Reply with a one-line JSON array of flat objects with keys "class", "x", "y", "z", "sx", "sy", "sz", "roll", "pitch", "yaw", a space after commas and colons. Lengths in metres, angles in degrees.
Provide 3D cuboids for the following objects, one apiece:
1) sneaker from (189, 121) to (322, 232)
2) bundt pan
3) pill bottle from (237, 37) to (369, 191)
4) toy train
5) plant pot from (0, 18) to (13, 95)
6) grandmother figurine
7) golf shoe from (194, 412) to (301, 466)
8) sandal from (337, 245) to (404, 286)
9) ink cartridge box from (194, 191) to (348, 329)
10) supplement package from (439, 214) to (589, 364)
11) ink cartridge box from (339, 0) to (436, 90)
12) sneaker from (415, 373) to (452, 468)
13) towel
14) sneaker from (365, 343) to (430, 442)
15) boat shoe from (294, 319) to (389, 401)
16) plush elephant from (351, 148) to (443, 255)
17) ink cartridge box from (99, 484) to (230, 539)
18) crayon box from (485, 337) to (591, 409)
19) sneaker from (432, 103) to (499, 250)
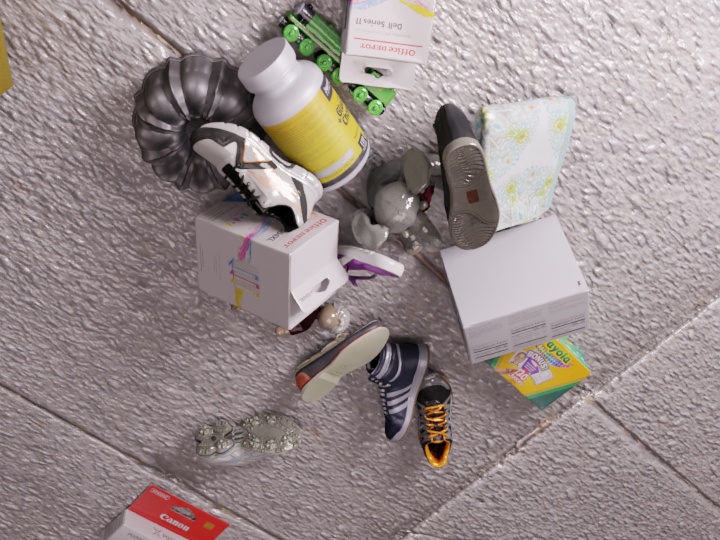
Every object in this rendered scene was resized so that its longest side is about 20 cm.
[{"class": "sneaker", "x": -0.143, "y": -0.126, "z": 1.086, "sx": 0.198, "sy": 0.081, "sz": 0.073, "roll": 29, "pitch": 152, "yaw": -18}, {"class": "bundt pan", "x": -0.227, "y": -0.195, "z": 1.139, "sx": 0.197, "sy": 0.076, "sz": 0.205, "roll": -3, "pitch": 124, "yaw": -5}, {"class": "pill bottle", "x": -0.079, "y": -0.214, "z": 1.112, "sx": 0.111, "sy": 0.113, "sz": 0.201, "roll": -29, "pitch": 128, "yaw": 13}, {"class": "toy train", "x": -0.029, "y": -0.293, "z": 1.121, "sx": 0.199, "sy": 0.042, "sz": 0.057, "roll": 37, "pitch": 102, "yaw": -26}, {"class": "plant pot", "x": -0.546, "y": -0.309, "z": 0.965, "sx": 0.190, "sy": 0.196, "sz": 0.204, "roll": 3, "pitch": 115, "yaw": -8}, {"class": "grandmother figurine", "x": -0.111, "y": 0.062, "z": 1.330, "sx": 0.196, "sy": 0.061, "sz": 0.122, "roll": 15, "pitch": 129, "yaw": -13}, {"class": "golf shoe", "x": -0.202, "y": 0.320, "z": 1.489, "sx": 0.195, "sy": 0.079, "sz": 0.098, "roll": -3, "pitch": 141, "yaw": 2}, {"class": "sandal", "x": -0.006, "y": -0.003, "z": 1.223, "sx": 0.081, "sy": 0.202, "sz": 0.051, "roll": 25, "pitch": 82, "yaw": -22}, {"class": "ink cartridge box", "x": -0.124, "y": -0.019, "z": 1.177, "sx": 0.197, "sy": 0.128, "sz": 0.127, "roll": 20, "pitch": 126, "yaw": 25}, {"class": "supplement package", "x": 0.242, "y": 0.029, "z": 1.278, "sx": 0.196, "sy": 0.158, "sz": 0.112, "roll": -16, "pitch": 142, "yaw": 4}, {"class": "ink cartridge box", "x": 0.037, "y": -0.339, "z": 1.057, "sx": 0.114, "sy": 0.067, "sz": 0.204, "roll": 4, "pitch": 110, "yaw": -9}, {"class": "sneaker", "x": 0.139, "y": 0.276, "z": 1.485, "sx": 0.077, "sy": 0.078, "sz": 0.203, "roll": -10, "pitch": 122, "yaw": 2}, {"class": "towel", "x": 0.229, "y": -0.154, "z": 1.195, "sx": 0.169, "sy": 0.048, "sz": 0.203, "roll": -15, "pitch": 128, "yaw": -31}, {"class": "sneaker", "x": 0.046, "y": 0.213, "z": 1.435, "sx": 0.106, "sy": 0.070, "sz": 0.203, "roll": 8, "pitch": 115, "yaw": -17}, {"class": "boat shoe", "x": -0.036, "y": 0.145, "z": 1.388, "sx": 0.199, "sy": 0.063, "sz": 0.071, "roll": -41, "pitch": 136, "yaw": 18}, {"class": "plush elephant", "x": 0.066, "y": -0.096, "z": 1.187, "sx": 0.198, "sy": 0.156, "sz": 0.165, "roll": 32, "pitch": 114, "yaw": -24}, {"class": "ink cartridge box", "x": -0.389, "y": 0.531, "z": 1.607, "sx": 0.199, "sy": 0.045, "sz": 0.176, "roll": 36, "pitch": 113, "yaw": -26}, {"class": "crayon box", "x": 0.303, "y": 0.147, "z": 1.431, "sx": 0.118, "sy": 0.059, "sz": 0.199, "roll": -41, "pitch": 118, "yaw": 19}, {"class": "sneaker", "x": 0.147, "y": -0.129, "z": 1.127, "sx": 0.073, "sy": 0.108, "sz": 0.202, "roll": -10, "pitch": 135, "yaw": 3}]
